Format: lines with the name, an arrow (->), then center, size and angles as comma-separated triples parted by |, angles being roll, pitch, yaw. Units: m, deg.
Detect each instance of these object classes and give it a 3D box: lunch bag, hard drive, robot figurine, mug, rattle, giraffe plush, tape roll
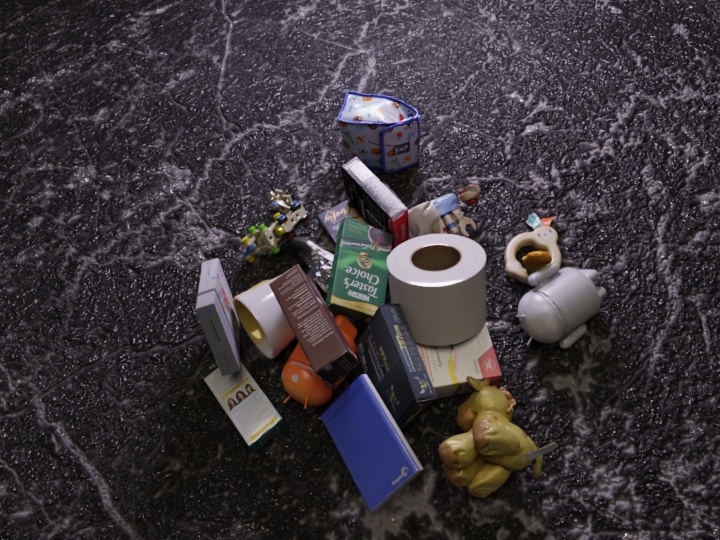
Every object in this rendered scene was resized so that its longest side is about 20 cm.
lunch bag -> 0.054, -0.344, 1.340 | 0.195, 0.171, 0.126 | 10, 62, 11
hard drive -> 0.015, 0.317, 0.979 | 0.132, 0.025, 0.201 | -47, 58, 20
robot figurine -> -0.081, 0.183, 1.059 | 0.142, 0.117, 0.202 | 25, 64, 13
mug -> -0.180, 0.068, 1.130 | 0.152, 0.151, 0.187 | -35, 67, -25
rattle -> 0.392, -0.080, 1.166 | 0.128, 0.143, 0.202 | 17, 66, 36
giraffe plush -> 0.231, 0.282, 0.958 | 0.196, 0.175, 0.164 | -17, 36, 5
robot figurine -> 0.405, 0.073, 1.080 | 0.198, 0.113, 0.172 | -30, 94, -14
tape roll -> 0.156, 0.034, 1.071 | 0.198, 0.142, 0.204 | -6, 31, 4

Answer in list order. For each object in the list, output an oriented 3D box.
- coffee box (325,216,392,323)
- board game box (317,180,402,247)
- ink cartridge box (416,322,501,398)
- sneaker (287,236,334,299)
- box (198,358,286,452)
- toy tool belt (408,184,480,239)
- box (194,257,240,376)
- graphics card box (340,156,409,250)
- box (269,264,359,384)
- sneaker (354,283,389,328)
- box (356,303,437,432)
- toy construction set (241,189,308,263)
coffee box -> 0.000, 0.000, 1.099 | 0.121, 0.044, 0.204 | 19, 62, -18
board game box -> 0.011, -0.124, 1.288 | 0.197, 0.035, 0.136 | -29, 60, -12
ink cartridge box -> 0.169, 0.186, 1.060 | 0.195, 0.068, 0.119 | -11, 57, -1
sneaker -> -0.105, 0.003, 1.206 | 0.197, 0.061, 0.105 | 26, 59, 16
box -> -0.240, 0.258, 1.068 | 0.082, 0.050, 0.200 | -35, 61, -17
toy tool belt -> 0.201, -0.107, 1.227 | 0.196, 0.125, 0.125 | -22, 89, -4
box -> -0.285, 0.089, 1.070 | 0.040, 0.159, 0.201 | -16, 27, -6
graphics card box -> 0.034, -0.151, 1.207 | 0.050, 0.126, 0.200 | -35, 61, -13
box -> -0.086, 0.099, 0.977 | 0.074, 0.100, 0.202 | -31, 64, 0
sneaker -> 0.031, 0.035, 1.166 | 0.095, 0.071, 0.204 | 2, 57, 9
box -> 0.060, 0.191, 1.014 | 0.050, 0.159, 0.203 | -3, 54, -28
toy construction set -> -0.202, -0.111, 1.272 | 0.130, 0.092, 0.203 | -18, 39, 41
